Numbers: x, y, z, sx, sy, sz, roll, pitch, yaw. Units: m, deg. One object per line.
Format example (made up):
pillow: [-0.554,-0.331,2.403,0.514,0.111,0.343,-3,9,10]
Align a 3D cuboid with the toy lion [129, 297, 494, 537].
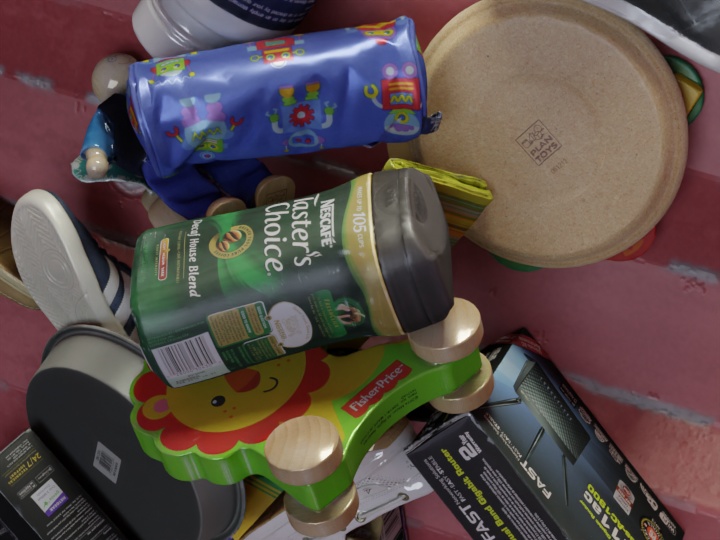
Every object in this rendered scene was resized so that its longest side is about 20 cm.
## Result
toy lion: [-0.043,0.070,1.182,0.192,0.200,0.069,31,150,40]

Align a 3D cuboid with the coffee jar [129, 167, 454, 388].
coffee jar: [-0.040,0.003,1.150,0.199,0.104,0.085,-14,129,9]

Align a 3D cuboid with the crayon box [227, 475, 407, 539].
crayon box: [-0.049,0.238,1.413,0.172,0.058,0.201,-1,110,22]

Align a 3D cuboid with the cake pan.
cake pan: [-0.172,0.132,1.344,0.200,0.037,0.201,26,138,26]

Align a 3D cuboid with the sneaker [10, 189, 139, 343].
sneaker: [-0.184,0.017,1.356,0.075,0.085,0.200,-5,119,45]

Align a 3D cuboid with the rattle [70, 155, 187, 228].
rattle: [-0.097,-0.062,1.306,0.200,0.130,0.143,46,111,29]

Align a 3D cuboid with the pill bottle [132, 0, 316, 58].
pill bottle: [-0.067,-0.219,1.202,0.111,0.111,0.200,41,120,1]

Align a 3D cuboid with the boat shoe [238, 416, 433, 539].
boat shoe: [-0.016,0.172,1.288,0.069,0.071,0.200,47,135,-5]

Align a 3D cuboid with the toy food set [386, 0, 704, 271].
toy food set: [0.125,-0.090,1.218,0.198,0.049,0.200,34,119,5]

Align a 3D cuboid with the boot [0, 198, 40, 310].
boot: [-0.331,0.010,1.421,0.200,0.073,0.156,31,118,9]

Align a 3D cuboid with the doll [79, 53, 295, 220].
doll: [-0.126,-0.091,1.273,0.200,0.136,0.049,42,145,37]

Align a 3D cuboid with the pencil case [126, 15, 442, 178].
pencil case: [-0.051,-0.110,1.189,0.199,0.078,0.087,-9,127,-3]

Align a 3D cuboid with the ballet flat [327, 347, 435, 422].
ballet flat: [-0.016,0.087,1.272,0.066,0.199,0.057,-46,56,52]

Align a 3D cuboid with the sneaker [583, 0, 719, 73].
sneaker: [0.177,-0.210,1.139,0.200,0.071,0.099,28,117,2]

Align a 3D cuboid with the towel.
towel: [0.000,0.000,1.242,0.086,0.018,0.200,16,131,-33]

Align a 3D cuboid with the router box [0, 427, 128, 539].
router box: [-0.247,0.214,1.429,0.157,0.052,0.200,50,153,-4]

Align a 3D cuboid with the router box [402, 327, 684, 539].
router box: [0.131,0.155,1.257,0.062,0.150,0.200,-36,95,28]
